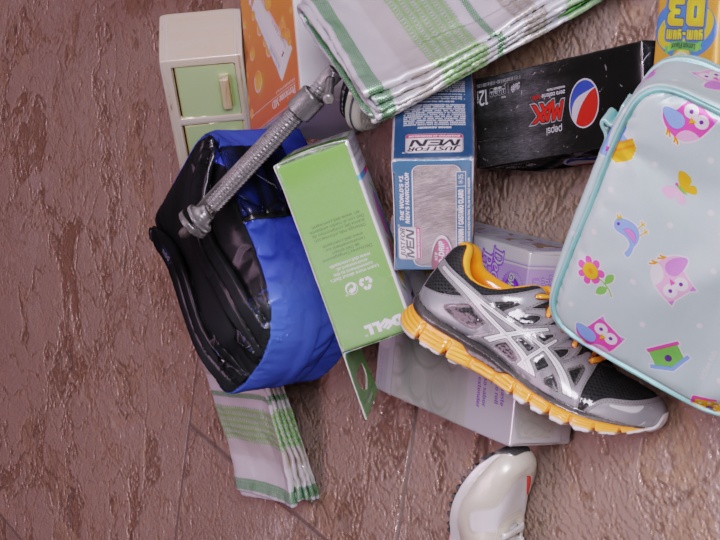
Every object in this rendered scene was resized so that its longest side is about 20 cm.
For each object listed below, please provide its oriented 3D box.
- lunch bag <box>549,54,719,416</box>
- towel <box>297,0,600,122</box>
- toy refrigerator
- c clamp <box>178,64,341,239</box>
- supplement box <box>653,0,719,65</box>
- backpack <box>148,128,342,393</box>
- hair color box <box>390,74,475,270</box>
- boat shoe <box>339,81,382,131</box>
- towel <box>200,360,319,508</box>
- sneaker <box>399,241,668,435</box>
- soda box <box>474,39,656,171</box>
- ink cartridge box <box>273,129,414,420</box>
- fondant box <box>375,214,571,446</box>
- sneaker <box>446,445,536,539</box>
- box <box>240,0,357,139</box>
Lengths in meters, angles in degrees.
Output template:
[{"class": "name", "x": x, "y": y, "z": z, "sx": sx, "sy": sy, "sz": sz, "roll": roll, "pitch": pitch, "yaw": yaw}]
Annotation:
[{"class": "lunch bag", "x": 0.206, "y": -0.026, "z": 1.088, "sx": 0.160, "sy": 0.077, "sz": 0.201, "roll": 29, "pitch": 124, "yaw": 15}, {"class": "towel", "x": 0.065, "y": -0.201, "z": 1.304, "sx": 0.149, "sy": 0.199, "sz": 0.031, "roll": 58, "pitch": 176, "yaw": 42}, {"class": "toy refrigerator", "x": -0.136, "y": -0.142, "z": 1.672, "sx": 0.200, "sy": 0.076, "sz": 0.070, "roll": 86, "pitch": 180, "yaw": -49}, {"class": "c clamp", "x": -0.080, "y": -0.090, "z": 1.389, "sx": 0.200, "sy": 0.027, "sz": 0.171, "roll": -46, "pitch": 8, "yaw": 20}, {"class": "supplement box", "x": 0.231, "y": -0.179, "z": 1.130, "sx": 0.066, "sy": 0.069, "sz": 0.201, "roll": 16, "pitch": 105, "yaw": 61}, {"class": "backpack", "x": -0.069, "y": -0.005, "z": 1.548, "sx": 0.163, "sy": 0.167, "sz": 0.201, "roll": -59, "pitch": 43, "yaw": 51}, {"class": "hair color box", "x": 0.055, "y": -0.099, "z": 1.342, "sx": 0.200, "sy": 0.060, "sz": 0.100, "roll": -86, "pitch": -6, "yaw": -51}, {"class": "boat shoe", "x": 0.006, "y": -0.185, "z": 1.444, "sx": 0.075, "sy": 0.062, "sz": 0.201, "roll": 84, "pitch": -165, "yaw": -48}, {"class": "towel", "x": -0.111, "y": 0.122, "z": 1.694, "sx": 0.149, "sy": 0.031, "sz": 0.201, "roll": -3, "pitch": 107, "yaw": 60}, {"class": "sneaker", "x": 0.124, "y": 0.050, "z": 1.242, "sx": 0.199, "sy": 0.078, "sz": 0.077, "roll": 28, "pitch": 99, "yaw": 16}, {"class": "soda box", "x": 0.159, "y": -0.111, "z": 1.257, "sx": 0.200, "sy": 0.063, "sz": 0.071, "roll": -4, "pitch": 86, "yaw": 61}, {"class": "ink cartridge box", "x": 0.000, "y": 0.000, "z": 1.352, "sx": 0.104, "sy": 0.059, "sz": 0.201, "roll": -68, "pitch": -41, "yaw": -81}, {"class": "fondant box", "x": 0.089, "y": 0.041, "z": 1.383, "sx": 0.200, "sy": 0.058, "sz": 0.145, "roll": 17, "pitch": 104, "yaw": 58}, {"class": "sneaker", "x": 0.106, "y": 0.225, "z": 1.356, "sx": 0.093, "sy": 0.070, "sz": 0.200, "roll": 40, "pitch": 123, "yaw": 33}, {"class": "box", "x": -0.038, "y": -0.226, "z": 1.563, "sx": 0.124, "sy": 0.097, "sz": 0.201, "roll": 153, "pitch": 114, "yaw": -64}]
